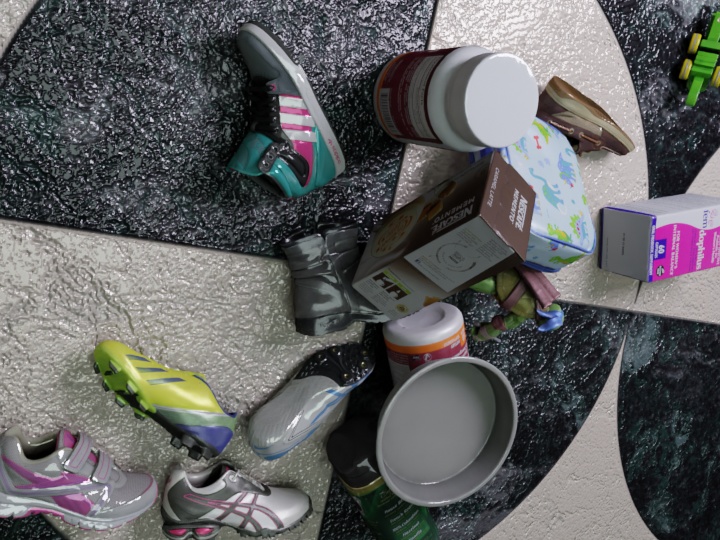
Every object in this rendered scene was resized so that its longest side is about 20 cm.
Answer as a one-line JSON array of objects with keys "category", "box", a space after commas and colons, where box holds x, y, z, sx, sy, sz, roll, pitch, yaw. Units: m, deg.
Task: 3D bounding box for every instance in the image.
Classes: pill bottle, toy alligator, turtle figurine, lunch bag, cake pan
[{"category": "pill bottle", "box": [0.105, -0.198, 0.796, 0.113, 0.200, 0.116, -7, 107, -24]}, {"category": "pill bottle", "box": [0.099, 0.154, 0.936, 0.109, 0.109, 0.202, -20, 111, -20]}, {"category": "toy alligator", "box": [0.538, -0.347, 1.056, 0.054, 0.059, 0.202, 4, 104, -70]}, {"category": "turtle figurine", "box": [0.182, 0.016, 0.963, 0.193, 0.200, 0.144, 39, 108, -9]}, {"category": "lunch bag", "box": [0.214, -0.107, 0.887, 0.159, 0.082, 0.202, 14, 58, -35]}, {"category": "cake pan", "box": [0.105, 0.198, 0.869, 0.198, 0.037, 0.203, -6, 106, -21]}]

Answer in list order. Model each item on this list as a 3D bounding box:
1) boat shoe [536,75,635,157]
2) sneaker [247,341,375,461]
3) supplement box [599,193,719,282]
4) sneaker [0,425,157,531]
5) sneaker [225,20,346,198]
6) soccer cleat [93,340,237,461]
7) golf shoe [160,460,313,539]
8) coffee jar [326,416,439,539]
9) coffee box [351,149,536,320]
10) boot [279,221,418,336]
[{"category": "boat shoe", "box": [0.314, -0.203, 0.982, 0.199, 0.073, 0.072, 17, 126, -39]}, {"category": "sneaker", "box": [-0.062, 0.167, 0.893, 0.199, 0.072, 0.073, -37, 151, -20]}, {"category": "supplement box", "box": [0.485, -0.055, 1.076, 0.198, 0.103, 0.103, -11, 107, -25]}, {"category": "sneaker", "box": [-0.320, 0.226, 0.766, 0.198, 0.081, 0.089, 16, 97, -29]}, {"category": "sneaker", "box": [-0.109, -0.161, 0.772, 0.121, 0.083, 0.201, -42, 119, -21]}, {"category": "soccer cleat", "box": [-0.227, 0.142, 0.812, 0.200, 0.064, 0.084, 48, 51, -23]}, {"category": "golf shoe", "box": [-0.150, 0.289, 0.871, 0.198, 0.077, 0.089, 3, 95, -27]}, {"category": "coffee jar", "box": [0.030, 0.300, 0.943, 0.085, 0.104, 0.201, -33, 116, -14]}, {"category": "coffee box", "box": [0.094, -0.035, 0.793, 0.080, 0.199, 0.115, 40, 46, -22]}, {"category": "boot", "box": [0.000, 0.000, 0.876, 0.198, 0.070, 0.133, -11, 100, -30]}]
